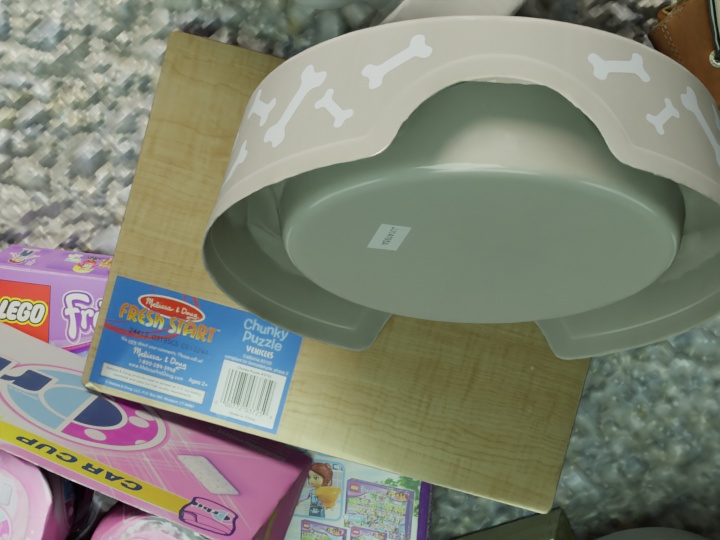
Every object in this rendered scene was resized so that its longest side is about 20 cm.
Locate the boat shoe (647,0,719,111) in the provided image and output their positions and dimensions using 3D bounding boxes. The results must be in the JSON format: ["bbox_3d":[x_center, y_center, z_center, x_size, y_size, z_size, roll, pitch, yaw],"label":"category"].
[{"bbox_3d":[0.145,-0.092,0.861,0.068,0.072,0.201,3,108,17],"label":"boat shoe"}]

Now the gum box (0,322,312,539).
[{"bbox_3d":[-0.132,0.082,0.925,0.199,0.114,0.066,23,107,6],"label":"gum box"}]

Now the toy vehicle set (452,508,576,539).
[{"bbox_3d":[0.025,0.192,1.052,0.199,0.027,0.125,-20,111,22],"label":"toy vehicle set"}]

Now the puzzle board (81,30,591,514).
[{"bbox_3d":[0.000,0.000,0.931,0.199,0.017,0.151,15,92,3],"label":"puzzle board"}]

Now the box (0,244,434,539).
[{"bbox_3d":[-0.066,0.069,0.989,0.199,0.039,0.138,7,106,10],"label":"box"}]

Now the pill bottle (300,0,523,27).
[{"bbox_3d":[-0.020,-0.166,0.824,0.200,0.110,0.110,40,118,-9],"label":"pill bottle"}]

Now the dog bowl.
[{"bbox_3d":[0.043,-0.027,0.829,0.199,0.059,0.200,2,157,1],"label":"dog bowl"}]

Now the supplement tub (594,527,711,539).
[{"bbox_3d":[0.138,0.198,0.912,0.144,0.200,0.146,-3,108,-9],"label":"supplement tub"}]
